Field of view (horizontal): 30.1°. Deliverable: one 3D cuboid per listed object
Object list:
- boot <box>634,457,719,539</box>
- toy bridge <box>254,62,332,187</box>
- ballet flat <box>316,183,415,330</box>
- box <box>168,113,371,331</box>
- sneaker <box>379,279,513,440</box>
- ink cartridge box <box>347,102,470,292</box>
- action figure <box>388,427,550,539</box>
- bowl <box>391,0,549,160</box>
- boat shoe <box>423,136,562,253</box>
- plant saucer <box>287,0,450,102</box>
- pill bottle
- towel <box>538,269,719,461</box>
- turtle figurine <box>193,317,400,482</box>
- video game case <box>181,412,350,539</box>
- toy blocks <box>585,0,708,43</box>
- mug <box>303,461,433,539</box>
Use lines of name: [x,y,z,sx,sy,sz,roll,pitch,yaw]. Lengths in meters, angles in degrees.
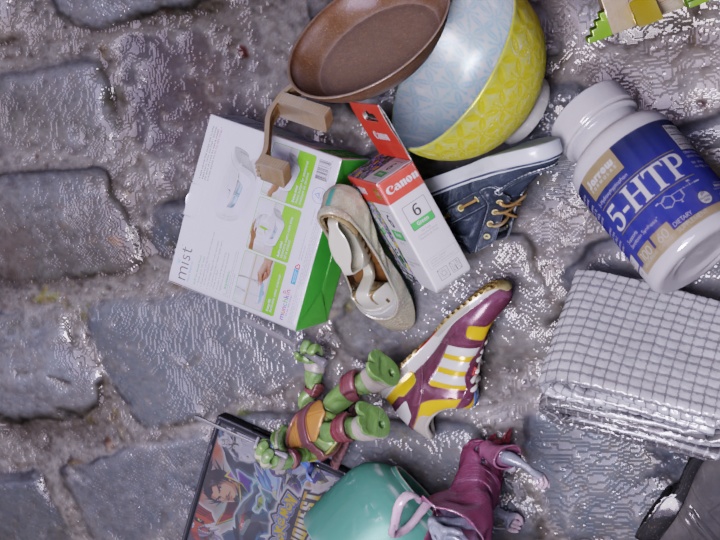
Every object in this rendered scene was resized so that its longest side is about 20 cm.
boot: [0.385,0.239,1.371,0.131,0.070,0.201,36,117,13]
toy bridge: [-0.063,-0.176,1.475,0.067,0.201,0.027,19,146,21]
ballet flat: [0.000,0.000,1.461,0.067,0.063,0.201,-9,122,30]
box: [-0.106,-0.057,1.530,0.175,0.097,0.202,19,101,21]
sneaker: [0.113,0.097,1.469,0.090,0.075,0.200,46,115,6]
ink cartridge box: [0.035,-0.079,1.420,0.050,0.109,0.201,-33,106,-10]
action figure: [0.115,0.240,1.418,0.147,0.201,0.135,19,131,4]
bowl: [0.133,-0.192,1.404,0.107,0.201,0.201,28,109,-26]
boat shoe: [0.148,-0.077,1.415,0.199,0.070,0.092,-17,94,52]
plant saucer: [0.014,-0.246,1.449,0.198,0.037,0.202,-20,42,19]
pill bottle: [0.284,-0.089,1.348,0.120,0.119,0.201,-44,65,19]
towel: [0.290,0.093,1.342,0.198,0.166,0.086,12,138,18]
turtle figurine: [-0.065,0.143,1.464,0.193,0.144,0.202,-23,98,39]
video game case: [-0.118,0.297,1.598,0.179,0.025,0.202,21,101,20]
toy blocks: [0.296,-0.328,1.326,0.198,0.100,0.138,-20,103,9]
mug: [0.036,0.292,1.478,0.114,0.185,0.152,-45,50,3]
